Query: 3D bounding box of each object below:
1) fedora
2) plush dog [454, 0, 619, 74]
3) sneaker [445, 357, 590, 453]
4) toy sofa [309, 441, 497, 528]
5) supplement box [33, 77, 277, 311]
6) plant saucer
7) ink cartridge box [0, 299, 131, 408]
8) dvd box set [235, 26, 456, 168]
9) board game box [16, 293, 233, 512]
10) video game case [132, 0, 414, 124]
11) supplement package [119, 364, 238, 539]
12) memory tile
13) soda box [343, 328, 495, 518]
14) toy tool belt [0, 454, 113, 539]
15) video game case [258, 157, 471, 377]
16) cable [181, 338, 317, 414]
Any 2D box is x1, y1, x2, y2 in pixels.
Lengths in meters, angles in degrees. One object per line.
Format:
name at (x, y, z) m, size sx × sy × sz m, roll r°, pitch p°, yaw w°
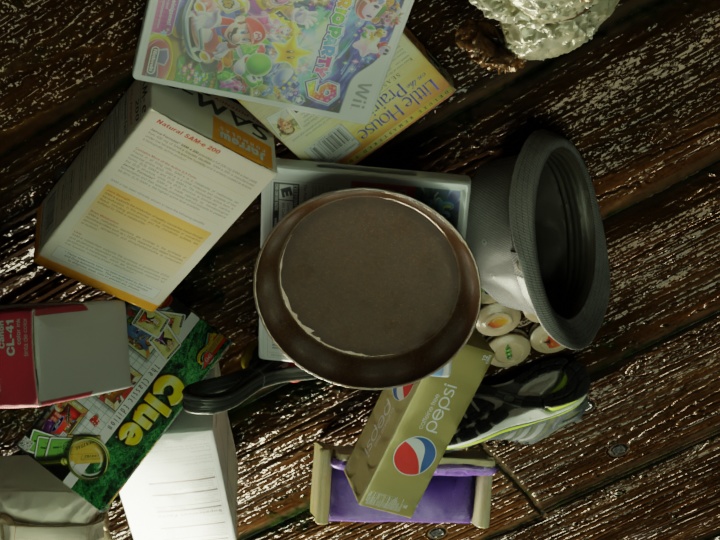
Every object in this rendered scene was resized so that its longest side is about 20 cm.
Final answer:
fedora at (0.152, -0.027, 1.135) m, size 0.090 × 0.177 × 0.201 m, roll -2°, pitch 127°, yaw 32°
plush dog at (0.146, -0.227, 0.936) m, size 0.199 × 0.161 × 0.172 m, roll -33°, pitch 154°, yaw 3°
sneaker at (0.158, 0.164, 1.360) m, size 0.199 × 0.074 × 0.081 m, roll -16°, pitch 138°, yaw 8°
toy sofa at (0.047, 0.238, 1.372) m, size 0.199 × 0.098 × 0.083 m, roll 4°, pitch 91°, yaw -14°
supplement box at (-0.180, -0.069, 1.079) m, size 0.126 × 0.074 × 0.200 m, roll 26°, pitch 125°, yaw -30°
plant saucer at (0.007, 0.013, 1.094) m, size 0.199 × 0.035 × 0.201 m, roll 3°, pitch 118°, yaw 5°
ink cartridge box at (-0.323, 0.074, 1.095) m, size 0.199 × 0.086 × 0.147 m, roll -2°, pitch -178°, yaw 21°
dvd box set at (-0.035, -0.176, 1.033) m, size 0.146 × 0.029 × 0.200 m, roll -34°, pitch 128°, yaw 20°
board game box at (-0.221, 0.116, 1.177) m, size 0.105 × 0.023 × 0.200 m, roll 36°, pitch 85°, yaw 1°
video game case at (-0.067, -0.194, 0.979) m, size 0.199 × 0.018 × 0.144 m, roll 9°, pitch 129°, yaw -17°
supplement package at (-0.191, 0.190, 1.291) m, size 0.109 × 0.114 × 0.201 m, roll -4°, pitch 133°, yaw 0°
memory tile at (0.136, 0.032, 1.268) m, size 0.152 × 0.017 × 0.201 m, roll -15°, pitch 134°, yaw 5°
soda box at (0.057, 0.145, 1.260) m, size 0.064 × 0.068 × 0.201 m, roll 19°, pitch 107°, yaw -23°
toy tool belt at (-0.364, 0.261, 1.326) m, size 0.199 × 0.125 × 0.123 m, roll -1°, pitch 125°, yaw -8°
video game case at (0.000, 0.000, 1.120) m, size 0.181 × 0.023 × 0.201 m, roll 6°, pitch 119°, yaw 3°
cable at (-0.093, 0.107, 1.176) m, size 0.097 × 0.200 × 0.051 m, roll 15°, pitch 113°, yaw 15°
